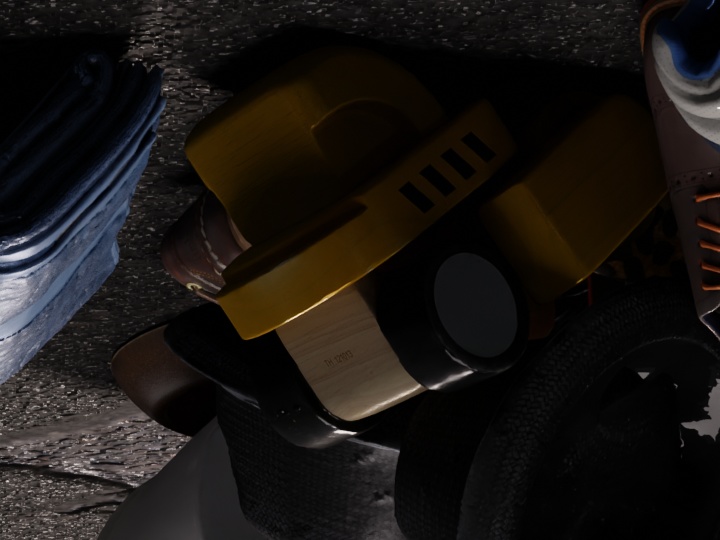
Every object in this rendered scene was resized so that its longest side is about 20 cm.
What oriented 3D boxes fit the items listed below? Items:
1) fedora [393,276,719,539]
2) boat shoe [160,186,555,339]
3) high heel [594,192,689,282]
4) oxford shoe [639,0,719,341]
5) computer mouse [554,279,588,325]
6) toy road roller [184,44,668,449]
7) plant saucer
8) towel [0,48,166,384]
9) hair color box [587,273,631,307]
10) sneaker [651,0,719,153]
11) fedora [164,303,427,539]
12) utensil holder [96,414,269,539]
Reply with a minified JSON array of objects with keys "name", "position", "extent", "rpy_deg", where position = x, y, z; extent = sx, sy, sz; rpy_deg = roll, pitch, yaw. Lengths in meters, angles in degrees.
[{"name":"fedora","position":[0.082,0.083,1.130],"extent":[0.091,0.202,0.200],"rpy_deg":[18,178,37]},{"name":"boat shoe","position":[0.000,0.000,1.231],"extent":[0.199,0.071,0.070],"rpy_deg":[20,144,-35]},{"name":"high heel","position":[0.180,-0.051,1.122],"extent":[0.199,0.072,0.143],"rpy_deg":[-17,160,6]},{"name":"oxford shoe","position":[0.159,-0.024,1.073],"extent":[0.071,0.073,0.200],"rpy_deg":[-9,126,28]},{"name":"computer mouse","position":[0.177,0.018,1.370],"extent":[0.199,0.044,0.109],"rpy_deg":[11,155,-40]},{"name":"toy road roller","position":[0.020,-0.034,1.102],"extent":[0.123,0.146,0.200],"rpy_deg":[-26,-170,47]},{"name":"plant saucer","position":[-0.037,0.061,1.466],"extent":[0.199,0.032,0.200],"rpy_deg":[-5,161,-2]},{"name":"towel","position":[-0.135,-0.011,1.102],"extent":[0.048,0.112,0.200],"rpy_deg":[39,157,1]},{"name":"hair color box","position":[0.158,0.061,1.225],"extent":[0.101,0.201,0.061],"rpy_deg":[-4,176,6]},{"name":"sneaker","position":[0.202,-0.101,0.961],"extent":[0.200,0.081,0.146],"rpy_deg":[-34,135,30]},{"name":"fedora","position":[-0.010,0.083,1.277],"extent":[0.200,0.092,0.201],"rpy_deg":[12,-169,-2]},{"name":"utensil holder","position":[-0.044,0.156,1.444],"extent":[0.169,0.171,0.200],"rpy_deg":[2,157,-20]}]
